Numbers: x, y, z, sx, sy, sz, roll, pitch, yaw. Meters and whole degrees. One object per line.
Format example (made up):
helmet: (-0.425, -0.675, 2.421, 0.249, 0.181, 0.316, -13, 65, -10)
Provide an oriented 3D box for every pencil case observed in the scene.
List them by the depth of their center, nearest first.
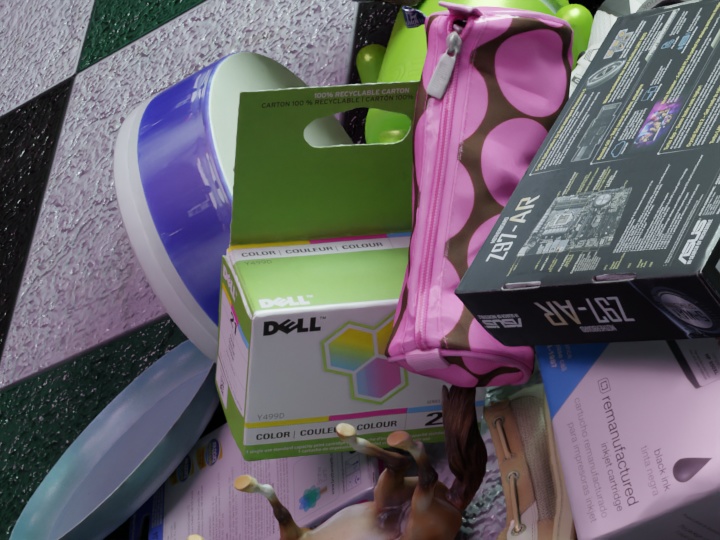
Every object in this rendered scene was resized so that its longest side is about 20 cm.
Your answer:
pencil case: (0.059, -0.039, 0.992, 0.090, 0.094, 0.202, 3, 86, 21)

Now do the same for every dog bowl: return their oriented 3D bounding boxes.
dog bowl: (-0.062, -0.034, 1.190, 0.079, 0.200, 0.201, -27, 41, 25)

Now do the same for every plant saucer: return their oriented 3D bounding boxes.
plant saucer: (-0.157, 0.123, 1.253, 0.200, 0.027, 0.200, -42, 14, 13)

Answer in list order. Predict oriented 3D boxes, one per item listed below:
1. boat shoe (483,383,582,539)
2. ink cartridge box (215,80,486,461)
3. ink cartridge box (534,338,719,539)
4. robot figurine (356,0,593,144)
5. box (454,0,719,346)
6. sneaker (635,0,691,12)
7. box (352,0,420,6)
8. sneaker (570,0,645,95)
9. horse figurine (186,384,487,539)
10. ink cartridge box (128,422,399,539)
boat shoe: (0.092, 0.134, 0.960, 0.063, 0.073, 0.201, -15, 39, 17)
ink cartridge box: (0.000, 0.000, 1.053, 0.076, 0.147, 0.201, -115, 26, -52)
ink cartridge box: (0.194, 0.044, 0.912, 0.199, 0.084, 0.145, -28, 56, 28)
robot figurine: (0.071, -0.122, 1.196, 0.175, 0.116, 0.201, -9, 51, 35)
box: (0.154, -0.054, 0.916, 0.160, 0.044, 0.201, -7, 44, 50)
sneaker: (0.214, -0.066, 1.032, 0.075, 0.079, 0.201, -27, 61, 22)
box: (-0.021, -0.298, 1.199, 0.165, 0.200, 0.166, -55, 29, -7)
sneaker: (0.122, -0.082, 1.100, 0.087, 0.076, 0.201, 9, 64, 10)
horse figurine: (-0.004, 0.141, 1.053, 0.199, 0.133, 0.050, -29, 46, 9)
ink cartridge box: (-0.063, 0.141, 1.170, 0.199, 0.042, 0.120, -30, 39, 22)
